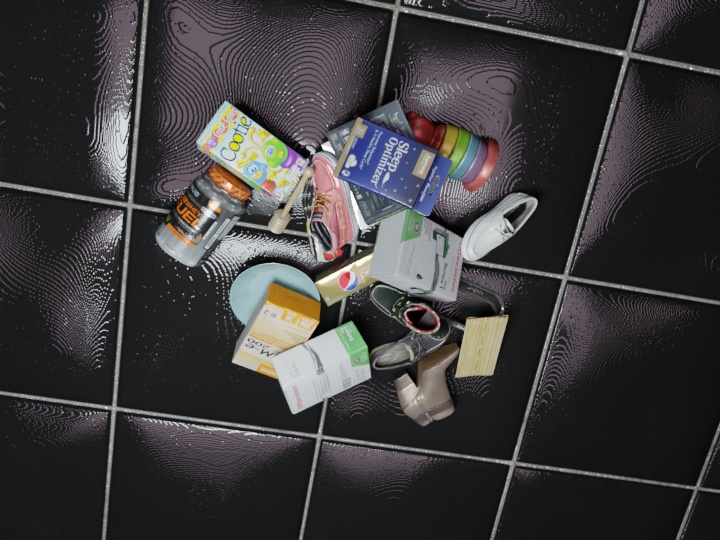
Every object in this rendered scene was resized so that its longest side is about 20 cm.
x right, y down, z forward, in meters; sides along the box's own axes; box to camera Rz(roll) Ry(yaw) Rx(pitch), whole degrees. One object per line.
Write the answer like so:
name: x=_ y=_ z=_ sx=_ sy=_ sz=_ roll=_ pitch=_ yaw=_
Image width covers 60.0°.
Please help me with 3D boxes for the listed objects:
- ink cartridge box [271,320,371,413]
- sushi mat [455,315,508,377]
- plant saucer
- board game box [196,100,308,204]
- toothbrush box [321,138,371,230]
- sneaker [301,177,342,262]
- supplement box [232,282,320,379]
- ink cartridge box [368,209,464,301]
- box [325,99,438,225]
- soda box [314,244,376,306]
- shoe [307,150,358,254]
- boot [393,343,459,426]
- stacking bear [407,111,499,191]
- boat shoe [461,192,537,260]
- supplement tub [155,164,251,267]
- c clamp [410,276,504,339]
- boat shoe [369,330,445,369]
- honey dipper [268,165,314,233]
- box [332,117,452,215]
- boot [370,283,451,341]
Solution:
ink cartridge box: x=-0.085 y=0.216 z=1.385 sx=0.200 sy=0.084 sz=0.146 roll=-23 pitch=145 yaw=-13
sushi mat: x=0.278 y=0.177 z=1.444 sx=0.096 sy=0.012 sz=0.200 roll=-1 pitch=130 yaw=-5
plant saucer: x=-0.190 y=0.058 z=1.401 sx=0.201 sy=0.039 sz=0.201 roll=0 pitch=124 yaw=0
board game box: x=-0.223 y=-0.237 z=1.285 sx=0.200 sy=0.105 sz=0.103 roll=35 pitch=85 yaw=-11
toothbrush box: x=0.023 y=-0.210 z=1.325 sx=0.145 sy=0.086 sz=0.200 roll=-24 pitch=107 yaw=5
sneaker: x=-0.076 y=-0.120 z=1.366 sx=0.085 sy=0.077 sz=0.200 roll=-11 pitch=108 yaw=-20
supplement box: x=-0.188 y=0.139 z=1.388 sx=0.126 sy=0.074 sz=0.200 roll=23 pitch=122 yaw=-16
ink cartridge box: x=0.125 y=-0.029 z=1.312 sx=0.200 sy=0.084 sz=0.146 roll=22 pitch=74 yaw=-41
box: x=0.043 y=-0.210 z=1.224 sx=0.158 sy=0.051 sz=0.200 roll=-25 pitch=84 yaw=5
soda box: x=0.000 y=0.000 z=1.393 sx=0.200 sy=0.068 sz=0.064 roll=-28 pitch=105 yaw=6
shoe: x=-0.068 y=-0.136 z=1.271 sx=0.071 sy=0.091 sz=0.200 roll=1 pitch=119 yaw=37
boot: x=0.180 y=0.277 z=1.480 sx=0.200 sy=0.070 sz=0.146 roll=-31 pitch=103 yaw=16
stacking bear: x=0.175 y=-0.255 z=1.297 sx=0.200 sy=0.114 sz=0.122 roll=23 pitch=104 yaw=-12
boat shoe: x=0.303 y=-0.093 z=1.348 sx=0.200 sy=0.066 sz=0.072 roll=-39 pitch=113 yaw=-14
supplement tub: x=-0.329 y=-0.116 z=1.318 sx=0.122 sy=0.123 sz=0.200 roll=37 pitch=101 yaw=-12
c clamp: x=0.231 y=0.104 z=1.444 sx=0.200 sy=0.027 sz=0.171 roll=17 pitch=87 yaw=-8
boat shoe: x=0.115 y=0.185 z=1.452 sx=0.200 sy=0.065 sz=0.072 roll=-20 pitch=102 yaw=0
honey dipper: x=-0.144 y=-0.148 z=1.306 sx=0.038 sy=0.038 sz=0.200 roll=28 pitch=138 yaw=-10
box: x=0.062 y=-0.196 z=1.180 sx=0.200 sy=0.032 sz=0.121 roll=24 pitch=89 yaw=6
boot: x=0.100 y=0.080 z=1.350 sx=0.203 sy=0.154 sz=0.074 roll=31 pitch=89 yaw=17
